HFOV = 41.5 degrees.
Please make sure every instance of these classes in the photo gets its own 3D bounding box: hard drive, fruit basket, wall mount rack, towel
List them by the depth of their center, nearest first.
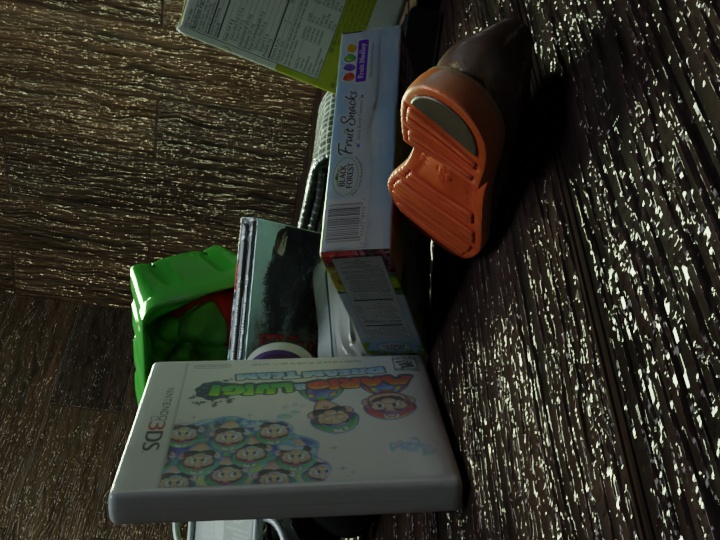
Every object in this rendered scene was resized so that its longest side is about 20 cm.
[{"bbox_3d":[-0.137,0.104,0.856,0.216,0.155,0.216,35,133,50],"label":"fruit basket"},{"bbox_3d":[-0.149,0.273,0.865,0.200,0.074,0.174,-4,79,51],"label":"wall mount rack"},{"bbox_3d":[0.036,-0.163,0.953,0.200,0.033,0.140,154,124,-81],"label":"hard drive"},{"bbox_3d":[-0.033,-0.122,1.261,0.166,0.085,0.200,-88,9,-47],"label":"towel"}]

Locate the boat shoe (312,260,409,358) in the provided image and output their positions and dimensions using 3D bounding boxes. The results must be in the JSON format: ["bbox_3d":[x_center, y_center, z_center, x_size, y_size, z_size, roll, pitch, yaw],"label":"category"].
[{"bbox_3d":[0.007,0.056,0.777,0.065,0.074,0.200,-37,51,28],"label":"boat shoe"}]

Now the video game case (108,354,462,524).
[{"bbox_3d":[-0.046,0.102,0.617,0.182,0.200,0.024,-102,12,-71],"label":"video game case"}]

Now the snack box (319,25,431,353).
[{"bbox_3d":[0.018,-0.057,0.704,0.142,0.053,0.200,68,-158,-56],"label":"snack box"}]

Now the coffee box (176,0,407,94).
[{"bbox_3d":[-0.050,-0.303,0.967,0.200,0.198,0.200,-91,22,-75],"label":"coffee box"}]

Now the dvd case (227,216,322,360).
[{"bbox_3d":[-0.065,0.061,0.836,0.146,0.022,0.200,12,-97,-60],"label":"dvd case"}]

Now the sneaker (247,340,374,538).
[{"bbox_3d":[-0.045,0.160,0.764,0.088,0.076,0.200,-89,-23,-59],"label":"sneaker"}]

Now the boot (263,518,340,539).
[{"bbox_3d":[-0.081,0.214,0.950,0.158,0.079,0.211,-40,24,39],"label":"boot"}]

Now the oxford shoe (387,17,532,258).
[{"bbox_3d":[0.065,-0.067,0.550,0.073,0.071,0.200,-50,-10,-17],"label":"oxford shoe"}]
